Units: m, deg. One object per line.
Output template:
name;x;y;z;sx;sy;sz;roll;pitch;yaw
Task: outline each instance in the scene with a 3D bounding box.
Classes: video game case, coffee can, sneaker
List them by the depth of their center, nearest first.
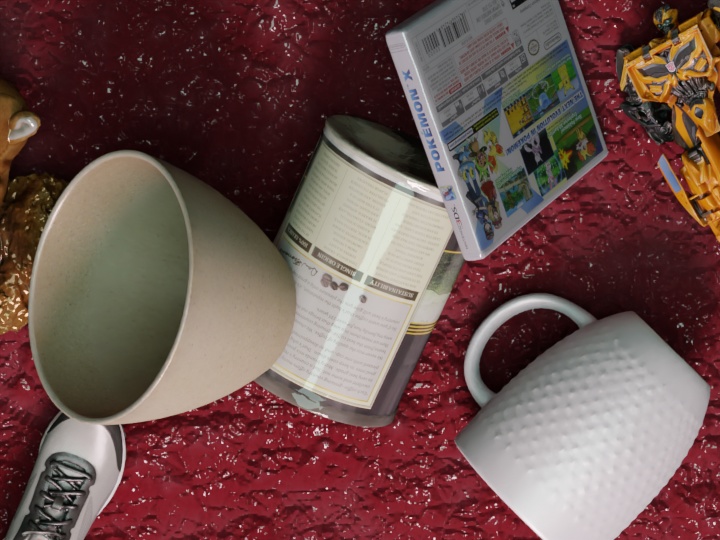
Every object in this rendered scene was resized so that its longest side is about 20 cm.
video game case;0.107;-0.131;1.658;0.022;0.200;0.183;-7;111;39
coffee can;0.000;0.000;1.707;0.146;0.146;0.201;23;105;-7
sneaker;-0.248;0.200;1.801;0.074;0.079;0.201;23;104;-5

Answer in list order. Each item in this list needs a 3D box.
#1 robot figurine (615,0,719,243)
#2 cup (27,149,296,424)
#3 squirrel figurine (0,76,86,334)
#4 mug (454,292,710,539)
robot figurine;0.279;-0.115;1.695;0.145;0.058;0.200;-29;94;35
cup;-0.133;0.021;1.633;0.143;0.200;0.201;10;111;-42
squirrel figurine;-0.297;-0.054;1.713;0.200;0.142;0.187;29;94;-23
mug;0.170;0.107;1.756;0.175;0.148;0.200;-45;72;4
